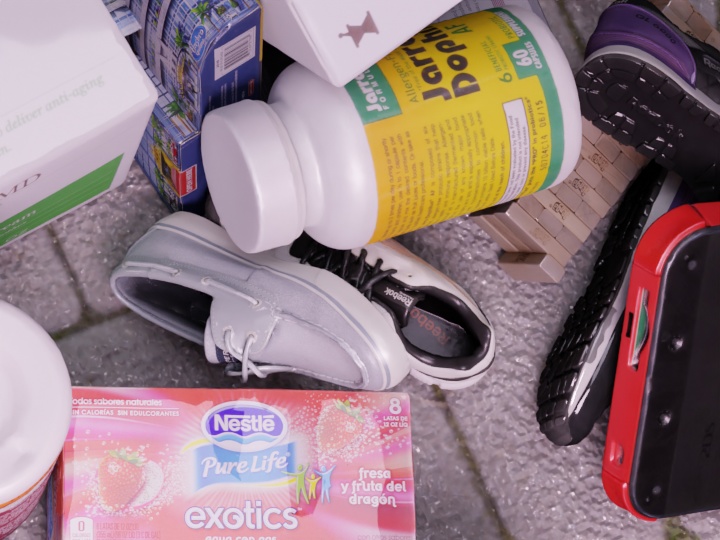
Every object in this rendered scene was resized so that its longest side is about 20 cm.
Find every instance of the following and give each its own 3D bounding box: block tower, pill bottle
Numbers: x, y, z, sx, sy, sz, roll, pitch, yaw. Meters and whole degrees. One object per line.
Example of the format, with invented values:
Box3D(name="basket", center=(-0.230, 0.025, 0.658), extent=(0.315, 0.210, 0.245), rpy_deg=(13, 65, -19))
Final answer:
Box3D(name="block tower", center=(0.147, -0.086, 1.564), extent=(0.058, 0.054, 0.200), rpy_deg=(42, 74, -20))
Box3D(name="pill bottle", center=(-0.220, 0.091, 1.370), extent=(0.114, 0.200, 0.114), rpy_deg=(3, 73, -11))
Box3D(name="pill bottle", center=(0.016, -0.077, 1.453), extent=(0.200, 0.113, 0.113), rpy_deg=(-17, 78, -20))

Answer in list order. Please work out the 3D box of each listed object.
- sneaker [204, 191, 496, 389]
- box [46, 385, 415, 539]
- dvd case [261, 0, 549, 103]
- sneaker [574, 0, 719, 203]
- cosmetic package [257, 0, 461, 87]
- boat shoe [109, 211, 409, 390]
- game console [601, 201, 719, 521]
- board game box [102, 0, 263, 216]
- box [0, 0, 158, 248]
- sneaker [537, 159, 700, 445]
Box3D(name="sneaker", center=(0.000, 0.000, 1.499), extent=(0.200, 0.080, 0.074), rpy_deg=(30, 86, -5))
Box3D(name="box", center=(-0.075, 0.124, 1.446), extent=(0.200, 0.103, 0.095), rpy_deg=(1, 72, -11))
Box3D(name="dvd case", center=(0.021, -0.136, 1.584), extent=(0.200, 0.025, 0.151), rpy_deg=(-19, 79, -18))
Box3D(name="sneaker", center=(0.220, -0.090, 1.520), extent=(0.200, 0.076, 0.088), rpy_deg=(40, 42, -18))
Box3D(name="cosmetic package", center=(-0.023, -0.235, 1.420), extent=(0.165, 0.200, 0.165), rpy_deg=(-36, 123, -11))
Box3D(name="boat shoe", center=(-0.062, 0.031, 1.453), extent=(0.201, 0.070, 0.072), rpy_deg=(25, 54, 36))
Box3D(name="game console", center=(0.231, 0.051, 1.502), extent=(0.177, 0.031, 0.200), rpy_deg=(-7, 118, -27))
Box3D(name="board game box", center=(-0.138, -0.157, 1.488), extent=(0.062, 0.200, 0.200), rpy_deg=(-33, 69, -18))
Box3D(name="box", center=(-0.252, -0.110, 1.438), extent=(0.199, 0.171, 0.200), rpy_deg=(-29, 82, -18))
Box3D(name="sneaker", center=(0.181, 0.028, 1.539), extent=(0.087, 0.076, 0.200), rpy_deg=(31, 69, -8))
